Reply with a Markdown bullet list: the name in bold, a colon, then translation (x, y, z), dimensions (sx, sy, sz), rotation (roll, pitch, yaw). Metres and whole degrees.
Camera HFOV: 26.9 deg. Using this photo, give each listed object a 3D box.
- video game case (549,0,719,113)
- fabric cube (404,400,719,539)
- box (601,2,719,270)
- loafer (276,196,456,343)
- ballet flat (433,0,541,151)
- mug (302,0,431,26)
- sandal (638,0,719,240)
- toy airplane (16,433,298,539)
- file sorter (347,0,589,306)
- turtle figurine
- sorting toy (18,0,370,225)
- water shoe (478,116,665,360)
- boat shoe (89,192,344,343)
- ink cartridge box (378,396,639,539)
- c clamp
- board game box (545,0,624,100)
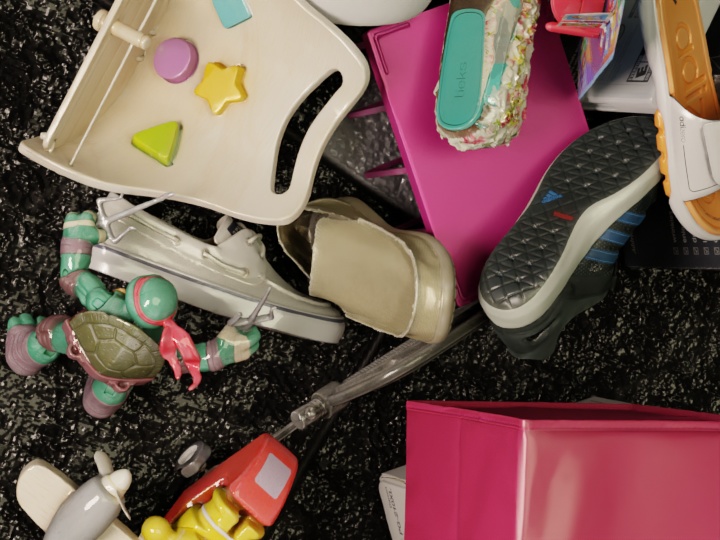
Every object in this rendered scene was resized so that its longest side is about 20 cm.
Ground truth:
- **video game case**: translation (0.204, -0.209, 1.124), dimensions (0.023, 0.182, 0.201), rotation (32, 81, -31)
- **fabric cube**: translation (0.150, 0.193, 1.015), dimensions (0.195, 0.200, 0.200), rotation (4, 88, -19)
- **box**: translation (0.290, -0.106, 1.148), dimensions (0.124, 0.196, 0.201), rotation (-13, 97, -27)
- **loafer**: translation (0.000, 0.000, 1.042), dimensions (0.068, 0.200, 0.076), rotation (-3, 107, -26)
- **ballet flat**: translation (0.095, -0.176, 1.019), dimensions (0.064, 0.075, 0.201), rotation (16, 87, -48)
- **mug**: translation (0.014, -0.269, 1.014), dimensions (0.200, 0.147, 0.176), rotation (-40, 139, -53)
- **sandal**: translation (0.236, -0.113, 1.006), dimensions (0.079, 0.059, 0.207), rotation (-37, 118, -40)
- **toy airplane**: translation (-0.131, 0.218, 1.028), dimensions (0.199, 0.141, 0.200), rotation (-2, 93, -21)
- **file sorter**: translation (0.077, -0.094, 1.107), dimensions (0.139, 0.125, 0.201), rotation (-22, 98, -18)
- **turtle figurine**: translation (-0.153, 0.031, 0.982), dimensions (0.150, 0.200, 0.101), rotation (47, 48, -8)
- **sorting toy**: translation (-0.094, -0.123, 1.002), dimensions (0.180, 0.107, 0.200), rotation (30, 95, 12)
- **water shoe**: translation (0.153, -0.025, 1.044), dimensions (0.200, 0.071, 0.079), rotation (-45, 138, -20)
- **boat shoe**: translation (-0.097, -0.004, 1.076), dimensions (0.199, 0.071, 0.070), rotation (20, 87, -14)
- **ink cartridge box**: translation (0.132, 0.198, 1.160), dimensions (0.199, 0.084, 0.145), rotation (-17, 97, -20)
- **c clamp**: translation (0.031, 0.060, 1.099), dimensions (0.200, 0.171, 0.027), rotation (-30, 88, -31)
- **board game box**: translation (0.146, -0.205, 0.997), dimensions (0.039, 0.200, 0.159), rotation (6, 85, 0)
